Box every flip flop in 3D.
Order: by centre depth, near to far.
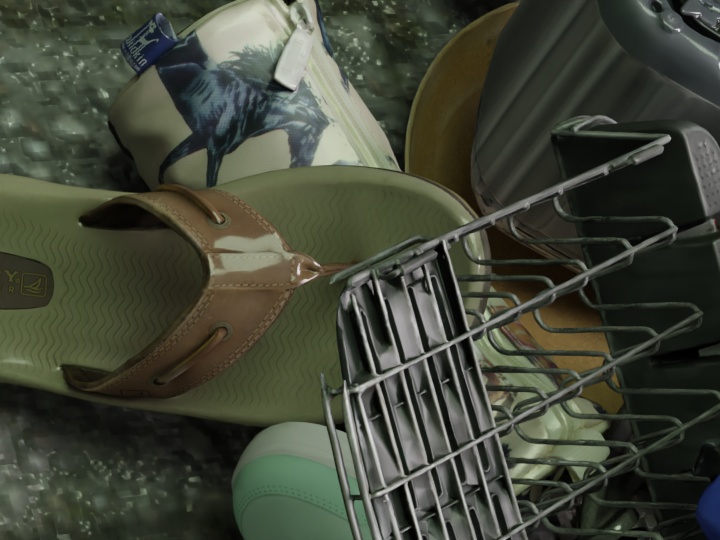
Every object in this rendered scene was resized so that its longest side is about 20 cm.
[{"bbox_3d":[-0.061,0.004,0.873,0.199,0.058,0.081,5,90,3],"label":"flip flop"}]

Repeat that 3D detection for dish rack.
[{"bbox_3d":[0.054,0.045,0.829,0.200,0.054,0.154,-24,100,-48],"label":"dish rack"}]

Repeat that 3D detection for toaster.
[{"bbox_3d":[0.122,-0.057,0.974,0.200,0.129,0.114,22,51,-13],"label":"toaster"}]

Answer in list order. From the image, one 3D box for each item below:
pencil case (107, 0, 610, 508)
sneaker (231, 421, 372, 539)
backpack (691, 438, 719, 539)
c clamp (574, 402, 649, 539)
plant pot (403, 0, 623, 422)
[{"bbox_3d":[0.000,0.000,0.935,0.078,0.089,0.200,-26,74,-34],"label":"pencil case"},{"bbox_3d":[0.005,0.143,0.845,0.118,0.074,0.201,-30,81,-41],"label":"sneaker"},{"bbox_3d":[0.228,0.086,0.805,0.200,0.168,0.163,-34,121,-6],"label":"backpack"},{"bbox_3d":[0.131,0.127,0.936,0.171,0.027,0.200,-29,86,-38],"label":"c clamp"},{"bbox_3d":[0.102,-0.009,1.034,0.200,0.027,0.200,13,54,-18],"label":"plant pot"}]
